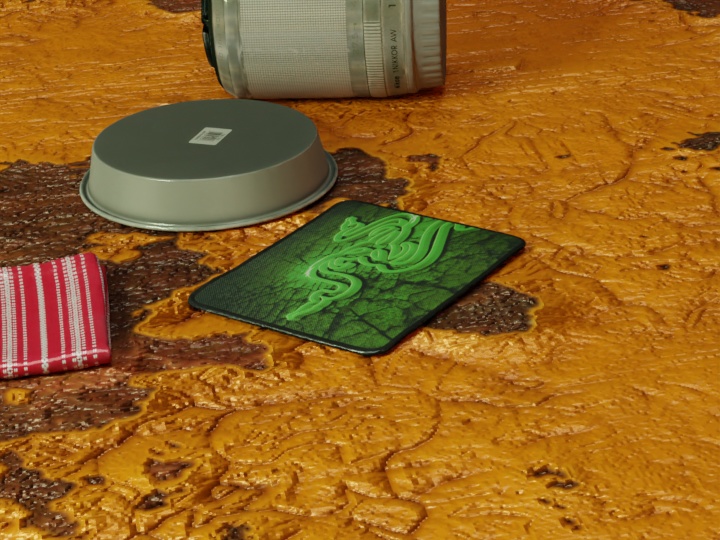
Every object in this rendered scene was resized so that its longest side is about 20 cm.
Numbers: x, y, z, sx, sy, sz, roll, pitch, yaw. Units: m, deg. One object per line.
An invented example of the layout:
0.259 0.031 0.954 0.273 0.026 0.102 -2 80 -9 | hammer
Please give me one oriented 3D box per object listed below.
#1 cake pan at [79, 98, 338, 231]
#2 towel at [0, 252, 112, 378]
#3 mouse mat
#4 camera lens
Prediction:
-0.117 -0.086 1.410 0.199 0.037 0.201 -2 25 1 | cake pan
-0.262 0.034 1.192 0.198 0.023 0.145 -6 26 -7 | towel
0.000 0.000 1.252 0.160 0.008 0.200 14 29 31 | mouse mat
-0.029 -0.226 1.552 0.198 0.161 0.160 -1 25 5 | camera lens
